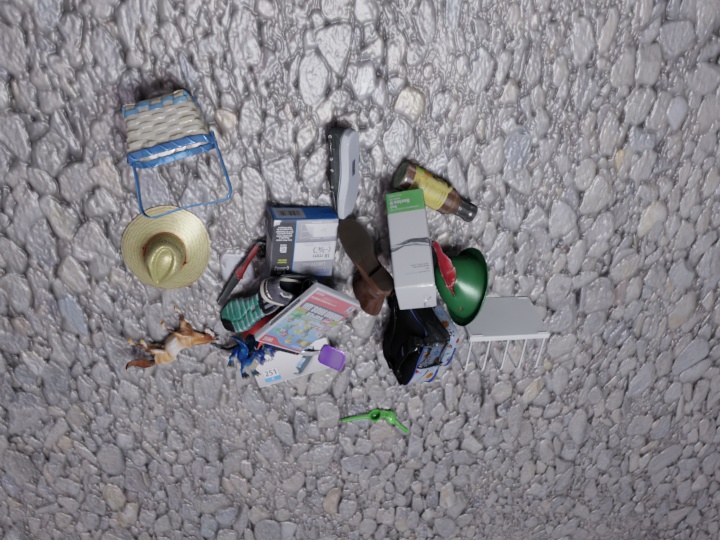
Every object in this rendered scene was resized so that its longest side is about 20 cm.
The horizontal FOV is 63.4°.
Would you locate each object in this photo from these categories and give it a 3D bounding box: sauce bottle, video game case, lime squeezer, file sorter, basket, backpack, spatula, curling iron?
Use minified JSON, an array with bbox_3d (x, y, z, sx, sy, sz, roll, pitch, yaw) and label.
[{"bbox_3d":[0.163,-0.161,1.244,0.197,0.065,0.065,25,114,-24],"label":"sauce bottle"},{"bbox_3d":[-0.114,0.107,1.255,0.199,0.018,0.142,-38,142,24],"label":"video game case"},{"bbox_3d":[0.052,0.400,1.577,0.195,0.039,0.071,13,149,-18],"label":"lime squeezer"},{"bbox_3d":[0.329,0.159,1.419,0.194,0.140,0.127,-1,124,-9],"label":"file sorter"},{"bbox_3d":[-0.337,-0.211,1.067,0.171,0.139,0.206,-12,92,-2],"label":"basket"},{"bbox_3d":[0.131,0.166,1.370,0.150,0.202,0.194,6,126,-24],"label":"backpack"},{"bbox_3d":[-0.130,0.191,1.370,0.195,0.021,0.058,15,117,-16],"label":"spatula"},{"bbox_3d":[-0.258,0.009,1.289,0.049,0.026,0.200,33,110,-28],"label":"curling iron"}]

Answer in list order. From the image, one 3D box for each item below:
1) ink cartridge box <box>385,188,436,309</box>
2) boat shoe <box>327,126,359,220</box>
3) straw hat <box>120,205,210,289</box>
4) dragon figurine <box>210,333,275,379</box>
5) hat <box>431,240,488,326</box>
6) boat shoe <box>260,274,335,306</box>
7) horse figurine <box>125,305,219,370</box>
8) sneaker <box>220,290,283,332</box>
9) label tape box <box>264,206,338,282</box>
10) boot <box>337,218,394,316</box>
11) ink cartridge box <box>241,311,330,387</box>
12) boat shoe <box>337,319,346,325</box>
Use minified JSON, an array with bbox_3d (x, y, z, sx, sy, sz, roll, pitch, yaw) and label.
[{"bbox_3d":[0.104,-0.039,1.193,0.082,0.206,0.146,-7,159,6],"label":"ink cartridge box"},{"bbox_3d":[-0.039,-0.198,1.192,0.055,0.069,0.204,19,129,19],"label":"boat shoe"},{"bbox_3d":[-0.407,-0.025,1.208,0.195,0.086,0.206,-5,121,-8],"label":"straw hat"},{"bbox_3d":[-0.264,0.178,1.327,0.058,0.198,0.102,-3,114,-45],"label":"dragon figurine"},{"bbox_3d":[0.168,0.014,1.275,0.172,0.166,0.205,8,111,-23],"label":"hat"},{"bbox_3d":[-0.115,0.048,1.236,0.197,0.075,0.062,12,157,-40],"label":"boat shoe"},{"bbox_3d":[-0.438,0.165,1.328,0.198,0.050,0.133,-36,138,1],"label":"horse figurine"},{"bbox_3d":[-0.226,0.088,1.308,0.197,0.076,0.087,-20,170,34],"label":"sneaker"},{"bbox_3d":[-0.130,-0.031,1.253,0.140,0.064,0.205,-3,121,-22],"label":"label tape box"},{"bbox_3d":[0.000,0.000,1.284,0.063,0.200,0.189,-28,79,-14],"label":"boot"},{"bbox_3d":[-0.176,0.177,1.393,0.195,0.045,0.180,-16,122,0],"label":"ink cartridge box"},{"bbox_3d":[-0.131,0.122,1.332,0.197,0.074,0.066,-20,92,-7],"label":"boat shoe"}]
